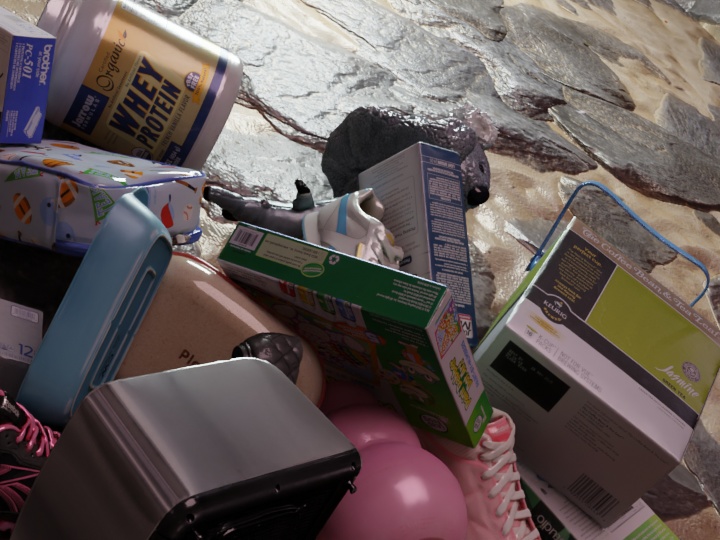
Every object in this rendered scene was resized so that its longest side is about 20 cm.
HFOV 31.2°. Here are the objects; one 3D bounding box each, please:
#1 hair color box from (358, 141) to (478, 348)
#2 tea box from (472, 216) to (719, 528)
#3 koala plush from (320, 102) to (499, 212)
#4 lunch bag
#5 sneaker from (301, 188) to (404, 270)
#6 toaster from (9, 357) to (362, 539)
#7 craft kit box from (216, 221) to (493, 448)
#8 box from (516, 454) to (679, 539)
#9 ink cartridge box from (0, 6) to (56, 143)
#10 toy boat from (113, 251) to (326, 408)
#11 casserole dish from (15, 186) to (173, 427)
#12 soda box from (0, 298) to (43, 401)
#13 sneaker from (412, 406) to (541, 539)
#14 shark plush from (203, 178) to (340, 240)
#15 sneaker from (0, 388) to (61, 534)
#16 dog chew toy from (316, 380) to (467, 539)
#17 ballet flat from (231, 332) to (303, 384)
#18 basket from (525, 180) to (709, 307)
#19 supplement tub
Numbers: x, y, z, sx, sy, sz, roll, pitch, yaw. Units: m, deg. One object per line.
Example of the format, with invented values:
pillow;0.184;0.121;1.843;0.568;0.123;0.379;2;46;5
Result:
hair color box;0.055;-0.013;1.283;0.060;0.099;0.203;11;68;-37
tea box;0.221;0.095;1.243;0.199;0.134;0.197;38;45;4
koala plush;0.077;-0.112;1.464;0.183;0.180;0.198;30;27;35
lunch bag;-0.230;-0.062;1.093;0.198;0.077;0.159;16;16;32
sneaker;0.000;0.000;1.221;0.077;0.080;0.202;48;19;-44
toaster;-0.124;0.169;0.849;0.199;0.182;0.119;-8;46;-50
craft kit box;-0.001;0.055;1.069;0.198;0.049;0.198;18;-24;28
box;0.211;0.227;1.255;0.200;0.037;0.144;47;32;20
ink cartridge box;-0.340;-0.188;1.141;0.044;0.095;0.199;-4;26;-43
toy boat;-0.124;0.074;1.066;0.199;0.131;0.131;37;-1;2
casserole dish;-0.190;0.036;0.952;0.038;0.202;0.121;25;-8;5
soda box;-0.331;0.044;0.918;0.198;0.069;0.064;19;33;-26
sneaker;0.115;0.193;1.134;0.200;0.105;0.075;47;30;17
shark plush;-0.072;-0.064;1.322;0.198;0.084;0.092;21;33;-24
sneaker;-0.240;0.123;0.875;0.198;0.096;0.079;13;35;-36
dog chew toy;0.005;0.168;1.048;0.123;0.126;0.201;13;29;-34
ballet flat;-0.058;0.147;0.966;0.056;0.066;0.204;-6;91;-24
basket;0.255;0.027;1.409;0.176;0.201;0.139;40;23;9
supplement tub;-0.230;-0.189;1.274;0.198;0.145;0.145;25;31;-17
